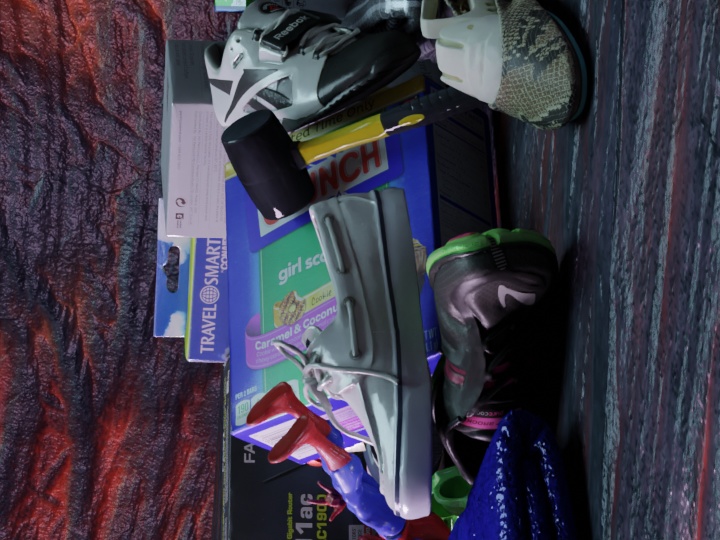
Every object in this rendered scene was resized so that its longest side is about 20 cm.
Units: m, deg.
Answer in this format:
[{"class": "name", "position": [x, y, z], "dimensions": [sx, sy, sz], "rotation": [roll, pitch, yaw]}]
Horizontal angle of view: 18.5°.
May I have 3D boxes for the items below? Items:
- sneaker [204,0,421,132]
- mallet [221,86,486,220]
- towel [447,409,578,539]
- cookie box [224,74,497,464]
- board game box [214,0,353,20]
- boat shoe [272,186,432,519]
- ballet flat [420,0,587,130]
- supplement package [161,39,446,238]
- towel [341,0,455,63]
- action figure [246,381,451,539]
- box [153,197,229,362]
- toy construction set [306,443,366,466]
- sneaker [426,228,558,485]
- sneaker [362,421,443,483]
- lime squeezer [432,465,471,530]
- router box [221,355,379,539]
[{"class": "sneaker", "position": [-0.043, -0.137, 1.436], "dimensions": [0.200, 0.074, 0.089], "rotation": [-15, 100, 51]}, {"class": "mallet", "position": [0.004, -0.095, 1.352], "dimensions": [0.066, 0.200, 0.041], "rotation": [54, -150, -20]}, {"class": "towel", "position": [0.075, 0.181, 1.215], "dimensions": [0.200, 0.050, 0.148], "rotation": [106, 157, -58]}, {"class": "cookie box", "position": [0.000, 0.000, 1.409], "dimensions": [0.171, 0.075, 0.200], "rotation": [-23, 55, 32]}, {"class": "board game box", "position": [-0.017, -0.242, 1.550], "dimensions": [0.034, 0.200, 0.135], "rotation": [7, 97, 43]}, {"class": "boat shoe", "position": [-0.006, 0.047, 1.264], "dimensions": [0.075, 0.086, 0.202], "rotation": [89, 175, -68]}, {"class": "ballet flat", "position": [0.072, -0.133, 1.248], "dimensions": [0.200, 0.075, 0.068], "rotation": [-103, 18, -61]}, {"class": "supplement package", "position": [-0.042, -0.094, 1.605], "dimensions": [0.114, 0.200, 0.110], "rotation": [-104, 16, -59]}, {"class": "towel", "position": [0.041, -0.230, 1.462], "dimensions": [0.200, 0.086, 0.166], "rotation": [165, 107, -82]}, {"class": "action figure", "position": [0.007, 0.144, 1.337], "dimensions": [0.052, 0.200, 0.065], "rotation": [-48, 36, 2]}, {"class": "box", "position": [-0.053, 0.008, 1.667], "dimensions": [0.048, 0.200, 0.122], "rotation": [-107, 20, -66]}, {"class": "toy construction set", "position": [0.001, 0.038, 1.502], "dimensions": [0.092, 0.131, 0.200], "rotation": [100, 176, -60]}, {"class": "sneaker", "position": [0.077, 0.049, 1.226], "dimensions": [0.200, 0.077, 0.084], "rotation": [85, 174, -52]}, {"class": "sneaker", "position": [0.023, 0.072, 1.586], "dimensions": [0.082, 0.070, 0.200], "rotation": [96, 176, -59]}, {"class": "lime squeezer", "position": [0.062, 0.157, 1.400], "dimensions": [0.200, 0.038, 0.071], "rotation": [122, 149, -73]}, {"class": "router box", "position": [-0.026, 0.162, 1.622], "dimensions": [0.062, 0.150, 0.200], "rotation": [124, 147, -74]}]
